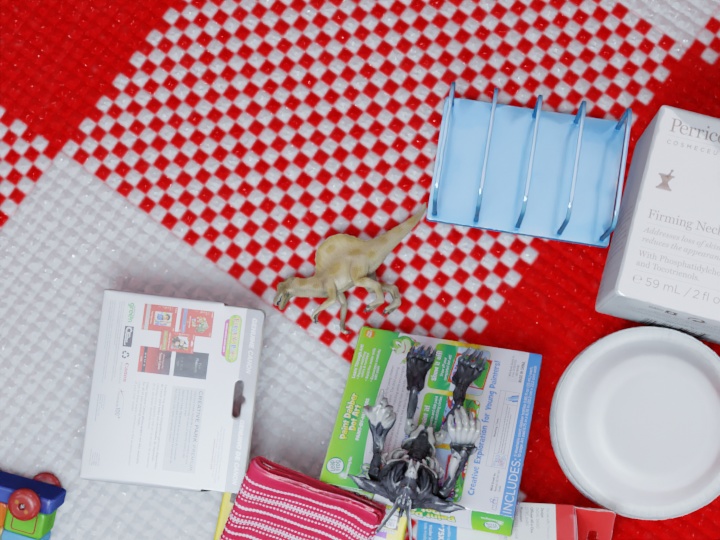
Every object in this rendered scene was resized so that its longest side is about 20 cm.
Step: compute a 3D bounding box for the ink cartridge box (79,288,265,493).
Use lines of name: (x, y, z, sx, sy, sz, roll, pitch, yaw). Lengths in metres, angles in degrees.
ink cartridge box: (-0.192, 0.131, 1.522, 0.175, 0.084, 0.200, 7, 84, 4)

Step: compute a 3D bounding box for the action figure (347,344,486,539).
action figure: (0.058, 0.157, 1.386, 0.119, 0.102, 0.200, 11, 50, 9)

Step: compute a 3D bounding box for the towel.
towel: (-0.069, 0.278, 1.458, 0.144, 0.022, 0.200, 22, 129, 0)

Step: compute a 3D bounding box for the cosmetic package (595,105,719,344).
cosmetic package: (0.352, -0.040, 1.477, 0.167, 0.166, 0.200, 14, 83, 5)

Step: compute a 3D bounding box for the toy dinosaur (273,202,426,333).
toy dinosaur: (0.000, 0.000, 1.538, 0.200, 0.058, 0.101, -30, 71, 0)

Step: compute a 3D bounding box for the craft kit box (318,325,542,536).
craft kit box: (0.075, 0.161, 1.471, 0.197, 0.049, 0.200, 11, 53, 8)

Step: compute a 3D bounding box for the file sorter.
file sorter: (0.178, -0.115, 1.516, 0.200, 0.123, 0.139, 9, 83, 4)

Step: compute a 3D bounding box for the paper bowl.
paper bowl: (0.299, 0.158, 1.487, 0.200, 0.104, 0.201, 0, 84, 3)

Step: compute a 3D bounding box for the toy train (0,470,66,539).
toy train: (-0.423, 0.259, 1.525, 0.200, 0.085, 0.116, 14, 97, 4)

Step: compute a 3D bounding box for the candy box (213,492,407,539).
candy box: (-0.054, 0.282, 1.526, 0.200, 0.026, 0.102, 11, 87, 4)

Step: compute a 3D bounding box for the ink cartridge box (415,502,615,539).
ink cartridge box: (0.156, 0.295, 1.463, 0.200, 0.116, 0.067, 3, 45, 4)
